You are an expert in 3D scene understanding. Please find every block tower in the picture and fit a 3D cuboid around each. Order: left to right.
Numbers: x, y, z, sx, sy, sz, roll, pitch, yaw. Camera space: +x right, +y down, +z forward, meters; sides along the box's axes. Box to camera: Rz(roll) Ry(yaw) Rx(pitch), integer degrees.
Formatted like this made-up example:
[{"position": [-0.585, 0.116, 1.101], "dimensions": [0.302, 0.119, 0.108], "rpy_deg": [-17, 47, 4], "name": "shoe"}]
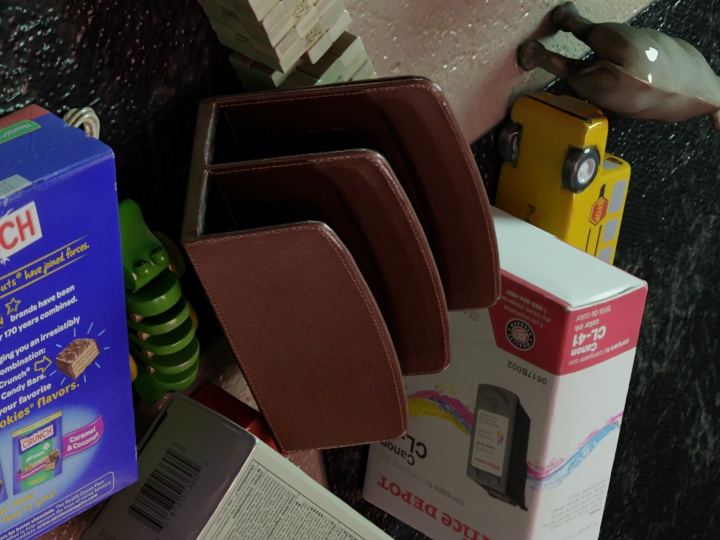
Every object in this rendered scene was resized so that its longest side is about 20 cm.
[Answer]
[{"position": [-0.038, -0.125, 1.137], "dimensions": [0.058, 0.054, 0.200], "rpy_deg": [-47, 142, -19], "name": "block tower"}]

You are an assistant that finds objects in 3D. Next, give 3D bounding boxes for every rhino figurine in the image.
[{"position": [0.196, -0.128, 1.393], "dimensions": [0.199, 0.087, 0.060], "rpy_deg": [6, 108, -52], "name": "rhino figurine"}]

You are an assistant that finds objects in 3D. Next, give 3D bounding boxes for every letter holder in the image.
[{"position": [0.000, 0.000, 1.153], "dimensions": [0.200, 0.141, 0.101], "rpy_deg": [69, 19, -50], "name": "letter holder"}]

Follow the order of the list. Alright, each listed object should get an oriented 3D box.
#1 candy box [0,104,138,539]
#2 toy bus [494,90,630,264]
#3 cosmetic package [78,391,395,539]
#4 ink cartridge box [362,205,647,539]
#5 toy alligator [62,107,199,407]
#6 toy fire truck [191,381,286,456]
[{"position": [-0.197, 0.044, 1.028], "dimensions": [0.169, 0.077, 0.201], "rpy_deg": [-27, 132, -37], "name": "candy box"}, {"position": [0.128, -0.018, 1.397], "dimensions": [0.078, 0.065, 0.201], "rpy_deg": [-17, 124, -45], "name": "toy bus"}, {"position": [-0.059, 0.160, 1.190], "dimensions": [0.105, 0.071, 0.200], "rpy_deg": [-56, 142, -9], "name": "cosmetic package"}, {"position": [0.089, 0.078, 1.339], "dimensions": [0.085, 0.147, 0.201], "rpy_deg": [-15, 122, -45], "name": "ink cartridge box"}, {"position": [-0.118, 0.005, 1.119], "dimensions": [0.059, 0.054, 0.201], "rpy_deg": [-38, 137, -30], "name": "toy alligator"}, {"position": [-0.086, 0.178, 1.271], "dimensions": [0.141, 0.049, 0.200], "rpy_deg": [-47, 140, -20], "name": "toy fire truck"}]
